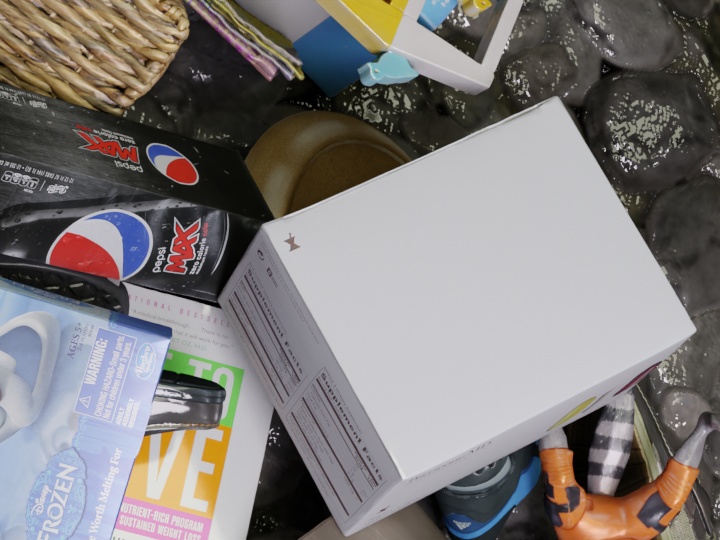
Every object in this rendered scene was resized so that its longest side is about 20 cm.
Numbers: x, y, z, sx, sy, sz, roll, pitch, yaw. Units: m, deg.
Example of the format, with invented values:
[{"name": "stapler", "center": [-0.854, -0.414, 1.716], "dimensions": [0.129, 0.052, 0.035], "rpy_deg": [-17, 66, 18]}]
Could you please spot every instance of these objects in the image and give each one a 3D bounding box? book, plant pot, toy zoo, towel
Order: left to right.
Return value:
[{"name": "book", "center": [-0.126, 0.115, 1.291], "dimensions": [0.133, 0.048, 0.202], "rpy_deg": [17, 71, -18]}, {"name": "towel", "center": [-0.109, -0.182, 1.318], "dimensions": [0.200, 0.144, 0.023], "rpy_deg": [44, 96, -8]}, {"name": "plant pot", "center": [0.000, 0.000, 1.353], "dimensions": [0.199, 0.027, 0.202], "rpy_deg": [16, 69, -45]}, {"name": "toy zoo", "center": [0.041, -0.192, 1.292], "dimensions": [0.131, 0.020, 0.201], "rpy_deg": [31, 66, -18]}]

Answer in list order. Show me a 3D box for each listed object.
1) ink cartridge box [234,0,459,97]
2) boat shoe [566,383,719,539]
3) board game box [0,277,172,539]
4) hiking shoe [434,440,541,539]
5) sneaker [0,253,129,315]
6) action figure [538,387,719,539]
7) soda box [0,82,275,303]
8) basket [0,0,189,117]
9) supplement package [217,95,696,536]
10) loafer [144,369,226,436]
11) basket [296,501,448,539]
[{"name": "ink cartridge box", "center": [-0.018, -0.240, 1.368], "dimensions": [0.200, 0.146, 0.147], "rpy_deg": [44, 63, -11]}, {"name": "boat shoe", "center": [0.188, 0.155, 1.436], "dimensions": [0.065, 0.073, 0.202], "rpy_deg": [-21, 97, -37]}, {"name": "board game box", "center": [-0.220, 0.099, 1.172], "dimensions": [0.197, 0.043, 0.202], "rpy_deg": [16, 95, -6]}, {"name": "hiking shoe", "center": [0.090, 0.085, 1.404], "dimensions": [0.200, 0.074, 0.087], "rpy_deg": [-52, 149, -42]}, {"name": "sneaker", "center": [-0.221, -0.010, 1.242], "dimensions": [0.199, 0.072, 0.083], "rpy_deg": [14, 35, -24]}, {"name": "action figure", "center": [0.172, 0.167, 1.369], "dimensions": [0.198, 0.105, 0.195], "rpy_deg": [5, 111, -13]}, {"name": "soda box", "center": [-0.145, -0.043, 1.221], "dimensions": [0.199, 0.063, 0.071], "rpy_deg": [14, 34, -39]}, {"name": "basket", "center": [-0.210, -0.159, 1.296], "dimensions": [0.200, 0.149, 0.143], "rpy_deg": [40, 96, -14]}, {"name": "supplement package", "center": [0.051, 0.025, 1.244], "dimensions": [0.199, 0.111, 0.157], "rpy_deg": [-24, 77, -24]}, {"name": "loafer", "center": [-0.171, 0.089, 1.232], "dimensions": [0.198, 0.073, 0.073], "rpy_deg": [-3, 91, -1]}, {"name": "basket", "center": [0.029, 0.230, 1.286], "dimensions": [0.136, 0.180, 0.201], "rpy_deg": [-31, 82, -30]}]
